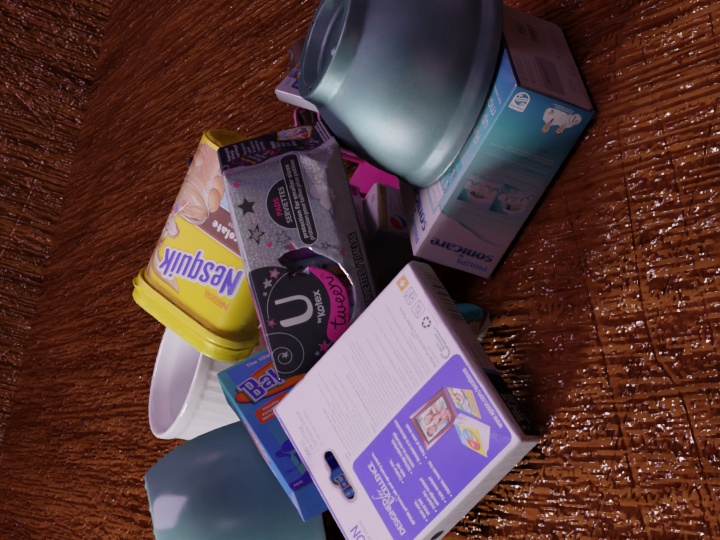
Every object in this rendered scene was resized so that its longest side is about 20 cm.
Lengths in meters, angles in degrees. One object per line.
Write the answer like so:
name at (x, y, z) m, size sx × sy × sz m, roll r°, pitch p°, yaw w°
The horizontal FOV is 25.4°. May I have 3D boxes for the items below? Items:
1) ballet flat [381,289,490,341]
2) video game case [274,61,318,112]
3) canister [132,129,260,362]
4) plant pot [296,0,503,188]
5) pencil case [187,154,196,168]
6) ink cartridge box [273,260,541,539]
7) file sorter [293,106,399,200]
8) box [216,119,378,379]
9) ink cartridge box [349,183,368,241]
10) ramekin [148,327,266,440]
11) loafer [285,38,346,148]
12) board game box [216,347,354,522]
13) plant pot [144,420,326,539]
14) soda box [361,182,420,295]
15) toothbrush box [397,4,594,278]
ballet flat at (0.073, 0.057, 1.493) m, size 0.200 × 0.071 × 0.072 m, roll -152°, pitch 79°, yaw -71°
video game case at (0.023, -0.231, 1.642) m, size 0.142 × 0.018 × 0.200 m, roll 20°, pitch 59°, yaw 36°
canister at (-0.141, -0.029, 1.683) m, size 0.148 × 0.086 × 0.201 m, roll 34°, pitch 110°, yaw 24°
plant pot at (0.024, -0.192, 1.449) m, size 0.201 × 0.133 × 0.202 m, roll -54°, pitch 26°, yaw 41°
pencil case at (-0.141, -0.034, 1.783) m, size 0.087 × 0.087 × 0.202 m, roll 169°, pitch 92°, yaw -66°
ink cartridge box at (0.035, 0.132, 1.385) m, size 0.200 × 0.043 × 0.199 m, roll -46°, pitch 57°, yaw 23°
file sorter at (-0.013, -0.126, 1.732) m, size 0.201 × 0.124 × 0.140 m, roll -58°, pitch 27°, yaw 35°
box at (-0.056, -0.021, 1.492) m, size 0.132 × 0.114 × 0.202 m, roll -116°, pitch 11°, yaw -74°
ink cartridge box at (-0.050, 0.017, 1.648) m, size 0.120 × 0.042 × 0.202 m, roll -101°, pitch 32°, yaw -65°
ramekin at (-0.189, 0.124, 2.026) m, size 0.201 × 0.097 × 0.202 m, roll -50°, pitch 31°, yaw 45°
loafer at (-0.042, -0.197, 1.831) m, size 0.071 × 0.073 × 0.201 m, roll 54°, pitch 164°, yaw 29°
board game box at (-0.032, 0.131, 1.519) m, size 0.200 × 0.151 × 0.045 m, roll 48°, pitch 161°, yaw 51°
plant pot at (-0.128, 0.248, 1.593) m, size 0.201 × 0.159 × 0.203 m, roll 170°, pitch 90°, yaw -81°
soda box at (0.000, 0.000, 1.694) m, size 0.200 × 0.063 × 0.069 m, roll -53°, pitch 30°, yaw 42°
toothbrush box at (0.117, -0.119, 1.462) m, size 0.147 × 0.085 × 0.201 m, roll -99°, pitch 31°, yaw -49°
